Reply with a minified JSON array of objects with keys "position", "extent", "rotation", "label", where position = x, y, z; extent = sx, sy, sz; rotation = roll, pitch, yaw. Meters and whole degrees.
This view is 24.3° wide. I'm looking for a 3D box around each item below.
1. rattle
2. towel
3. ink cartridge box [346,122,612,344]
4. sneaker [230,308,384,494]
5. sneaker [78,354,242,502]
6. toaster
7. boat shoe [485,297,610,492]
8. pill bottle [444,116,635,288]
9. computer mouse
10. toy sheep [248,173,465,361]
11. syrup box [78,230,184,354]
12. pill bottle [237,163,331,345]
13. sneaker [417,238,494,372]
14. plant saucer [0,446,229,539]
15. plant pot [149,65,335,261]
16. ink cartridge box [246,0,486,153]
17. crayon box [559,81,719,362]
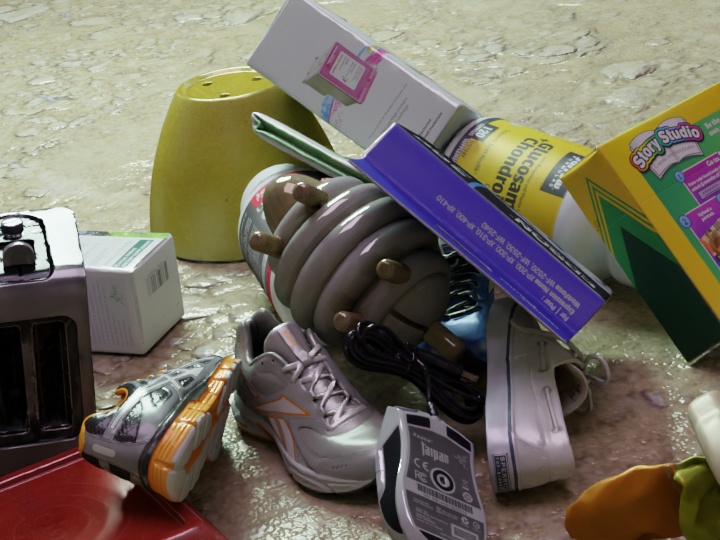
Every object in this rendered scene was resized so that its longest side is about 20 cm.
[{"position":[0.208,0.177,0.953],"extent":[0.143,0.130,0.200],"rotation":[-20,51,1],"label":"rattle"},{"position":[0.003,-0.087,1.490],"extent":[0.153,0.023,0.200],"rotation":[28,6,29],"label":"towel"},{"position":[0.093,-0.029,1.209],"extent":[0.198,0.043,0.200],"rotation":[40,9,6],"label":"ink cartridge box"},{"position":[-0.038,0.089,1.192],"extent":[0.076,0.092,0.200],"rotation":[-23,28,-29],"label":"sneaker"},{"position":[-0.135,0.099,1.168],"extent":[0.077,0.078,0.200],"rotation":[13,10,6],"label":"sneaker"},{"position":[-0.291,0.064,1.232],"extent":[0.181,0.200,0.119],"rotation":[-6,26,-13],"label":"toaster"},{"position":[0.133,0.080,1.179],"extent":[0.086,0.075,0.202],"rotation":[-5,27,8],"label":"boat shoe"},{"position":[0.168,-0.053,1.404],"extent":[0.200,0.112,0.112],"rotation":[23,38,37],"label":"pill bottle"},{"position":[0.038,0.124,1.099],"extent":[0.110,0.044,0.200],"rotation":[28,34,-22],"label":"computer mouse"},{"position":[0.000,0.000,1.239],"extent":[0.138,0.138,0.200],"rotation":[-27,65,-36],"label":"toy sheep"},{"position":[-0.261,0.015,1.440],"extent":[0.200,0.081,0.079],"rotation":[3,26,21],"label":"syrup box"},{"position":[-0.042,-0.022,1.416],"extent":[0.111,0.111,0.200],"rotation":[-14,24,-12],"label":"pill bottle"},{"position":[0.070,0.016,1.322],"extent":[0.079,0.089,0.200],"rotation":[-7,26,3],"label":"sneaker"},{"position":[-0.205,0.180,1.114],"extent":[0.200,0.037,0.200],"rotation":[-21,27,-25],"label":"plant saucer"},{"position":[-0.115,-0.113,1.603],"extent":[0.200,0.142,0.200],"rotation":[-7,25,3],"label":"plant pot"},{"position":[0.016,-0.156,1.511],"extent":[0.200,0.085,0.145],"rotation":[39,8,22],"label":"ink cartridge box"},{"position":[0.280,-0.048,1.306],"extent":[0.200,0.173,0.058],"rotation":[-27,-11,-37],"label":"crayon box"}]
